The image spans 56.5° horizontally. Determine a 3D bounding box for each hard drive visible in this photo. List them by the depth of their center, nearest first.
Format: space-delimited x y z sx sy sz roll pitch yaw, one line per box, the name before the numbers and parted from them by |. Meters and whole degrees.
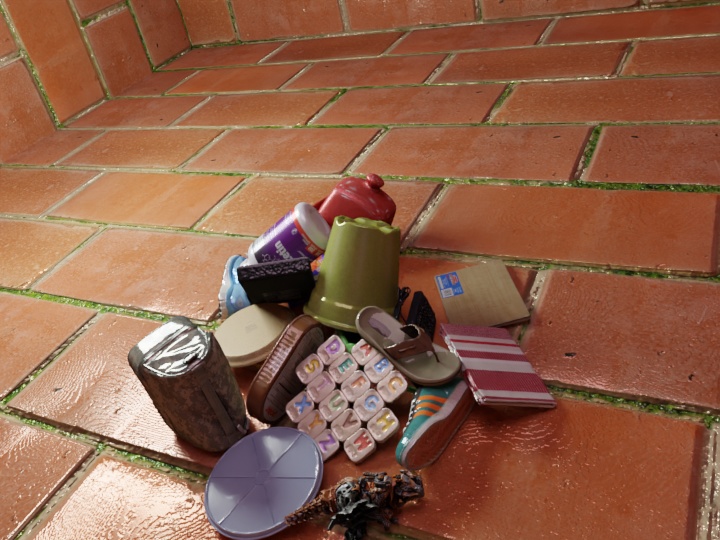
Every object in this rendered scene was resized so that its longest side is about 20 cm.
hard drive | -0.159 0.026 1.321 0.136 0.200 0.034 -8 74 -2

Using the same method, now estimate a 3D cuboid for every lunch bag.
lunch bag | -0.281 0.201 1.147 0.138 0.204 0.166 -35 35 -25

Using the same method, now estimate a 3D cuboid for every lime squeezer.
lime squeezer | 0.007 0.161 1.169 0.198 0.070 0.038 37 95 24

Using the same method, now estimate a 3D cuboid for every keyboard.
keyboard | 0.095 0.105 1.206 0.020 0.128 0.202 -24 26 29

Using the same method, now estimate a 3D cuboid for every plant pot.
plant pot | 0.000 0.000 1.270 0.195 0.189 0.201 10 10 -2

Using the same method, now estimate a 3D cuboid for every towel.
towel | 0.225 0.158 1.124 0.140 0.023 0.201 6 29 -19

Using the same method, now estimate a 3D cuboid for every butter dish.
butter dish | 0.006 -0.147 1.503 0.197 0.150 0.200 31 26 6

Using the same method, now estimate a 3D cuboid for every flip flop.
flip flop | 0.075 0.116 1.099 0.198 0.058 0.081 35 57 22

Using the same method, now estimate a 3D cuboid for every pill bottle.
pill bottle | -0.159 -0.042 1.411 0.199 0.112 0.113 -38 28 17

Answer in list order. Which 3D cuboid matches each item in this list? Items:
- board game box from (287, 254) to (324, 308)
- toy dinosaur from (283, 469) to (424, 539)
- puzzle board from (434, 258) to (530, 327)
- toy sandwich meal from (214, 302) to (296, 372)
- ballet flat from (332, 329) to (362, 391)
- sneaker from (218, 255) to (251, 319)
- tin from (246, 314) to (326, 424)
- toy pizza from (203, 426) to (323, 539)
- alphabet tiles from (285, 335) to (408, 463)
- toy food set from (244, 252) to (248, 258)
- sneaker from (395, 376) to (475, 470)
board game box | -0.092 -0.002 1.505 0.196 0.046 0.135 -23 34 -12
toy dinosaur | -0.004 0.341 0.953 0.197 0.103 0.136 -32 17 7
puzzle board | 0.236 0.053 1.325 0.147 0.018 0.202 -15 33 3
toy sandwich meal | -0.200 0.142 1.324 0.200 0.072 0.207 -14 32 9
ballet flat | -0.036 0.168 1.223 0.070 0.073 0.202 -10 32 6
sneaker | -0.267 0.042 1.507 0.087 0.080 0.202 4 37 -6
tin | -0.126 0.173 1.168 0.041 0.112 0.202 22 71 30
toy pizza | -0.149 0.332 1.047 0.195 0.032 0.202 -12 36 9
alphabet tiles | -0.025 0.209 1.106 0.194 0.015 0.201 -38 60 -2
toy food set | -0.174 -0.065 1.563 0.196 0.062 0.143 -23 6 -11
sneaker | 0.105 0.236 1.062 0.079 0.073 0.199 13 34 37
